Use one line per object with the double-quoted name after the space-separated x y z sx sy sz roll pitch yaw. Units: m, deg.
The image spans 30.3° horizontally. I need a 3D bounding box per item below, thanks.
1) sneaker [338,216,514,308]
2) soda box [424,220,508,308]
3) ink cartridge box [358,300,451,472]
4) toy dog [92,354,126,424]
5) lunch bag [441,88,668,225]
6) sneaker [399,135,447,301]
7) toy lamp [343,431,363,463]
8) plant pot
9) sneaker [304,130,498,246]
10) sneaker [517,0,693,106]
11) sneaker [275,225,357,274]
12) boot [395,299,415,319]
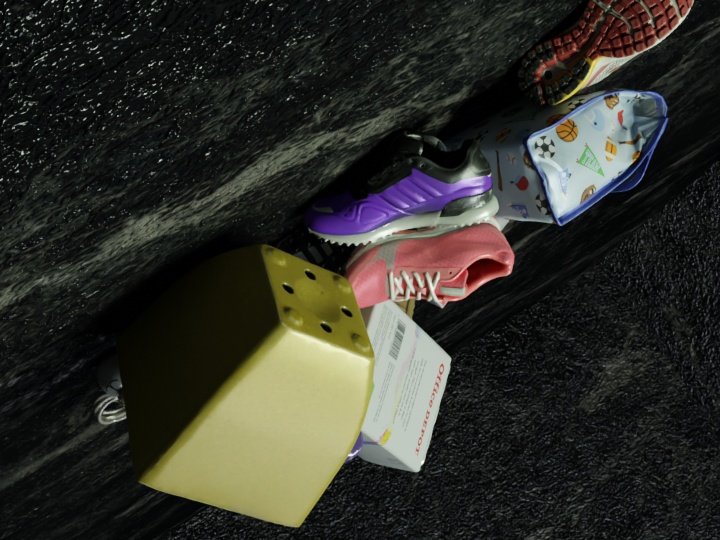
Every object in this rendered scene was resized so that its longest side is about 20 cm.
0.069 -0.001 1.376 0.198 0.087 0.074 -21 136 -14 "sneaker"
0.119 -0.058 1.553 0.201 0.063 0.070 -52 -148 -10 "soda box"
0.012 0.122 1.497 0.200 0.083 0.146 44 59 -52 "ink cartridge box"
-0.185 0.144 1.445 0.198 0.097 0.133 -8 141 -27 "toy dog"
0.215 -0.134 1.450 0.199 0.125 0.169 -35 -158 -28 "lunch bag"
0.052 -0.079 1.466 0.130 0.078 0.201 -83 -179 -57 "sneaker"
-0.062 0.183 1.420 0.058 0.059 0.199 -28 -174 -32 "toy lamp"
-0.095 0.094 1.287 0.194 0.195 0.200 24 121 -34 "plant pot"
0.035 -0.092 1.346 0.198 0.101 0.070 -10 -152 4 "sneaker"
0.252 -0.243 1.359 0.199 0.078 0.082 -30 178 32 "sneaker"
-0.086 0.010 1.443 0.199 0.067 0.090 -32 177 -16 "sneaker"
0.000 0.000 1.584 0.065 0.177 0.199 -8 161 31 "boot"
